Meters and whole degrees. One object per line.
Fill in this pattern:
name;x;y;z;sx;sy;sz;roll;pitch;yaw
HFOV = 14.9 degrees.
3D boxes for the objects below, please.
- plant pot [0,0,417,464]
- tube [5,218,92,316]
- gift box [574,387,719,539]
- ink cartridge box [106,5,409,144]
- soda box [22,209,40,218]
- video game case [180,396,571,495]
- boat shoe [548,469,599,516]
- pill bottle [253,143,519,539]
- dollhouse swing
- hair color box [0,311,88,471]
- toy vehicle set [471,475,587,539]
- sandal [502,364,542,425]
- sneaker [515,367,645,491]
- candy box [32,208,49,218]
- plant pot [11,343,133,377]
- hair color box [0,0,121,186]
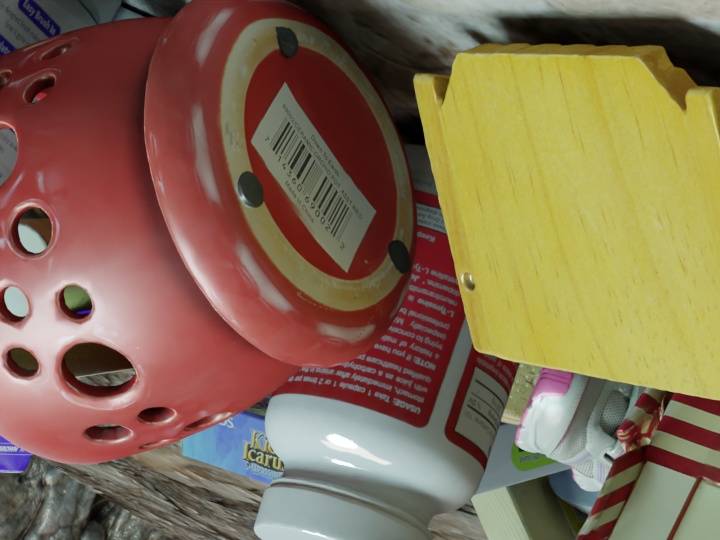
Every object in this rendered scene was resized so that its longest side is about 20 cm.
plant pot;-0.085;-0.027;1.281;0.182;0.201;0.200;-20;139;33
tube;-0.123;-0.004;1.434;0.058;0.052;0.200;46;-158;18
gift box;0.219;0.134;1.328;0.186;0.200;0.185;20;160;38
ink cartridge box;-0.056;-0.062;1.466;0.199;0.050;0.162;28;168;18
soda box;-0.225;-0.053;1.573;0.068;0.064;0.200;8;-141;-42
video game case;0.016;0.098;1.724;0.181;0.046;0.200;-11;-165;-38
boat shoe;0.211;0.166;1.737;0.202;0.075;0.086;18;164;46
pill bottle;0.019;0.048;1.359;0.112;0.201;0.112;18;164;5
dollhouse swing;0.163;-0.028;1.165;0.200;0.175;0.183;9;116;58
hair color box;-0.208;0.010;1.654;0.065;0.200;0.109;4;-146;-41
toy vehicle set;0.151;0.192;1.794;0.200;0.026;0.125;19;-138;-53
sandal;0.027;0.037;1.602;0.211;0.078;0.070;15;165;-7
sneaker;0.154;0.087;1.559;0.088;0.082;0.200;20;173;28
candy box;-0.201;-0.097;1.485;0.200;0.055;0.115;44;173;15
plant pot;-0.183;0.043;1.436;0.199;0.028;0.200;-6;-178;0
hair color box;-0.208;-0.082;1.358;0.065;0.201;0.109;21;166;32
